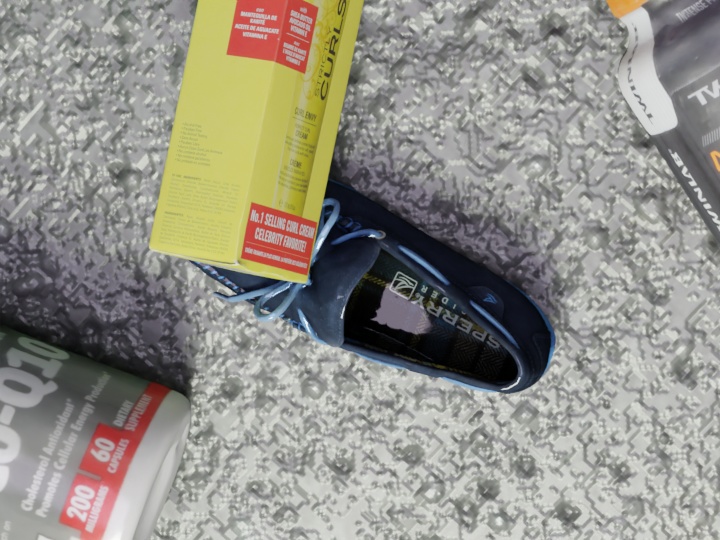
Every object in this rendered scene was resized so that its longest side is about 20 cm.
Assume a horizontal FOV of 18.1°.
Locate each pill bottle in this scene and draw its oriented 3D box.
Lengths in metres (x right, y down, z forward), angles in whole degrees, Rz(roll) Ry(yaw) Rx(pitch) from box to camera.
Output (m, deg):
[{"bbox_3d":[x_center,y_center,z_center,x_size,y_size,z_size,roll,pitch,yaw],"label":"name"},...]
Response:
[{"bbox_3d":[-0.194,0.080,1.105,0.200,0.114,0.114,20,104,2],"label":"pill bottle"},{"bbox_3d":[0.187,-0.070,1.025,0.106,0.106,0.200,-33,96,13],"label":"pill bottle"}]

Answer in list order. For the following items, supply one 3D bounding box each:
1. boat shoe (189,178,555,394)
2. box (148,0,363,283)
[{"bbox_3d":[0.000,0.000,1.084,0.200,0.069,0.084,17,104,6],"label":"boat shoe"},{"bbox_3d":[-0.041,-0.099,1.035,0.050,0.075,0.200,11,87,27],"label":"box"}]
